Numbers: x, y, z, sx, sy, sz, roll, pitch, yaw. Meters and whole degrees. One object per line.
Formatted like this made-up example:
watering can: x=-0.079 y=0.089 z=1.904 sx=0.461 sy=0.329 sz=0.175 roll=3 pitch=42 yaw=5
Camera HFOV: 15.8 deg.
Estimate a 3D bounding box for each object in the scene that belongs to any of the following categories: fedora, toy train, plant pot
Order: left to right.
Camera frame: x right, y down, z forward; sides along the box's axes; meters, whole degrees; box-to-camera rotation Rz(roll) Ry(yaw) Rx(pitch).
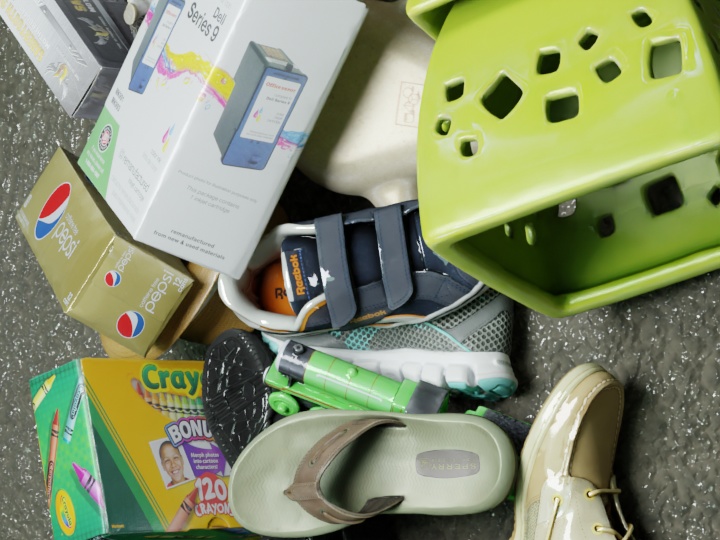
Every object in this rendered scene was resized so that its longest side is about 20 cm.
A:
fedora: x=-0.104 y=-0.010 z=1.810 sx=0.201 sy=0.082 sz=0.201 roll=-44 pitch=29 yaw=32
toy train: x=0.029 y=0.093 z=1.678 sx=0.199 sy=0.042 sz=0.057 roll=20 pitch=145 yaw=11
plant pot: x=0.147 y=-0.101 z=1.539 sx=0.198 sy=0.200 sz=0.183 roll=-20 pitch=67 yaw=22

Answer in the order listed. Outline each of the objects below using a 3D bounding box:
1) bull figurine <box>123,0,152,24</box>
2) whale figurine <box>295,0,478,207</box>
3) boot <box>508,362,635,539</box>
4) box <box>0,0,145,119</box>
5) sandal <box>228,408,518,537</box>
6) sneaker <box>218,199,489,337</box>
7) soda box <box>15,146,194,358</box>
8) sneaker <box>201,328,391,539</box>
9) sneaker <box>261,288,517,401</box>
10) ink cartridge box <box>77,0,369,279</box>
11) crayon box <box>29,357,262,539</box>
bull figurine: x=-0.121 y=-0.227 z=1.851 sx=0.201 sy=0.121 sz=0.065 roll=59 pitch=137 yaw=34
whale figurine: x=0.043 y=-0.108 z=1.722 sx=0.198 sy=0.104 sz=0.160 roll=7 pitch=92 yaw=16
boot: x=0.164 y=0.172 z=1.594 sx=0.155 sy=0.073 sz=0.201 roll=23 pitch=103 yaw=40
box: x=-0.183 y=-0.187 z=1.863 sx=0.200 sy=0.158 sz=0.048 roll=53 pitch=123 yaw=29
sandal: x=0.001 y=0.124 z=1.634 sx=0.200 sy=0.057 sz=0.080 roll=-10 pitch=88 yaw=27
sneaker: x=0.000 y=0.000 z=1.667 sx=0.199 sy=0.079 sz=0.079 roll=-19 pitch=74 yaw=28
soda box: x=-0.177 y=-0.015 z=1.773 sx=0.064 sy=0.068 sz=0.200 roll=-56 pitch=25 yaw=7
sneaker: x=-0.036 y=0.136 z=1.750 sx=0.060 sy=0.104 sz=0.201 roll=-34 pitch=65 yaw=28
sneaker: x=0.024 y=0.033 z=1.735 sx=0.199 sy=0.077 sz=0.092 roll=6 pitch=81 yaw=33
ink cartridge box: x=-0.091 y=-0.120 z=1.677 sx=0.201 sy=0.087 sz=0.145 roll=-62 pitch=29 yaw=12
crayon box: x=-0.125 y=0.125 z=1.760 sx=0.058 sy=0.199 sz=0.120 roll=-23 pitch=73 yaw=40
